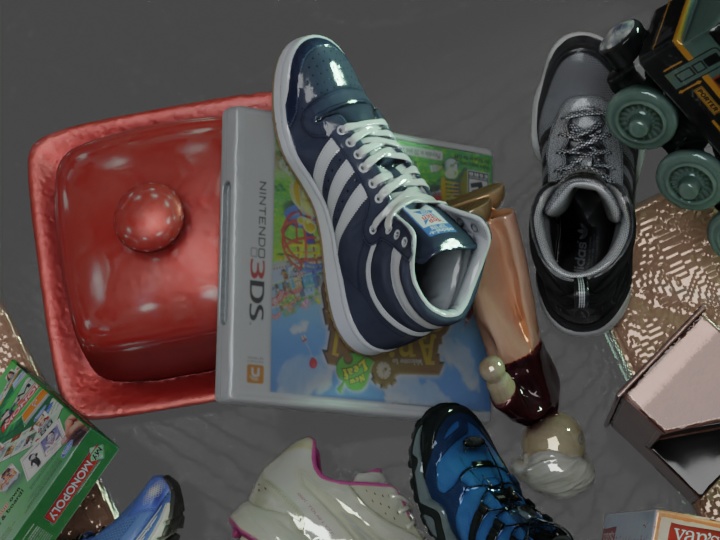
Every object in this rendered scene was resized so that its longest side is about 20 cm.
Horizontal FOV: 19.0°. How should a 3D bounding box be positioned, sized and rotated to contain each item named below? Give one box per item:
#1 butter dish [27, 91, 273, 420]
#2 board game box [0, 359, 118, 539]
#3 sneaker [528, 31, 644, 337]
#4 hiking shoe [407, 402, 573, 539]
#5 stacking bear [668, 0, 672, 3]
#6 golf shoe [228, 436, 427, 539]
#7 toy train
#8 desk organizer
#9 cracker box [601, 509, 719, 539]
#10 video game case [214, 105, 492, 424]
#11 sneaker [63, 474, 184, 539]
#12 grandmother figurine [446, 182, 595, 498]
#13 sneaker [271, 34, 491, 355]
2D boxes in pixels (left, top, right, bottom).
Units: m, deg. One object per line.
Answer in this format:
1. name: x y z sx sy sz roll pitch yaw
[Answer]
1. butter dish: -0.121 -0.020 1.370 0.198 0.148 0.202 -10 79 4
2. board game box: -0.247 0.165 1.370 0.201 0.029 0.134 -55 34 -4
3. sneaker: 0.145 -0.063 1.364 0.075 0.114 0.202 0 80 6
4. hiking shoe: 0.098 0.165 1.315 0.087 0.074 0.201 -40 67 44
5. stacking bear: 0.238 -0.200 1.385 0.199 0.114 0.122 36 86 15
6. golf shoe: 0.018 0.178 1.359 0.199 0.075 0.092 28 74 5
7. toy train: 0.237 -0.088 1.330 0.200 0.114 0.085 46 43 -18
8. desk organizer: 0.201 0.085 1.289 0.077 0.200 0.072 44 87 9
9. cracker box: 0.171 0.248 1.294 0.057 0.134 0.202 11 82 -4
10. video game case: 0.000 0.000 1.356 0.199 0.022 0.184 8 78 -33
11. sneaker: -0.197 0.198 1.376 0.200 0.079 0.089 -42 81 -2
12. grandmother figurine: 0.099 0.052 1.352 0.060 0.121 0.201 -15 102 29
13. sneaker: 0.014 -0.053 1.295 0.070 0.108 0.202 -15 90 -34
